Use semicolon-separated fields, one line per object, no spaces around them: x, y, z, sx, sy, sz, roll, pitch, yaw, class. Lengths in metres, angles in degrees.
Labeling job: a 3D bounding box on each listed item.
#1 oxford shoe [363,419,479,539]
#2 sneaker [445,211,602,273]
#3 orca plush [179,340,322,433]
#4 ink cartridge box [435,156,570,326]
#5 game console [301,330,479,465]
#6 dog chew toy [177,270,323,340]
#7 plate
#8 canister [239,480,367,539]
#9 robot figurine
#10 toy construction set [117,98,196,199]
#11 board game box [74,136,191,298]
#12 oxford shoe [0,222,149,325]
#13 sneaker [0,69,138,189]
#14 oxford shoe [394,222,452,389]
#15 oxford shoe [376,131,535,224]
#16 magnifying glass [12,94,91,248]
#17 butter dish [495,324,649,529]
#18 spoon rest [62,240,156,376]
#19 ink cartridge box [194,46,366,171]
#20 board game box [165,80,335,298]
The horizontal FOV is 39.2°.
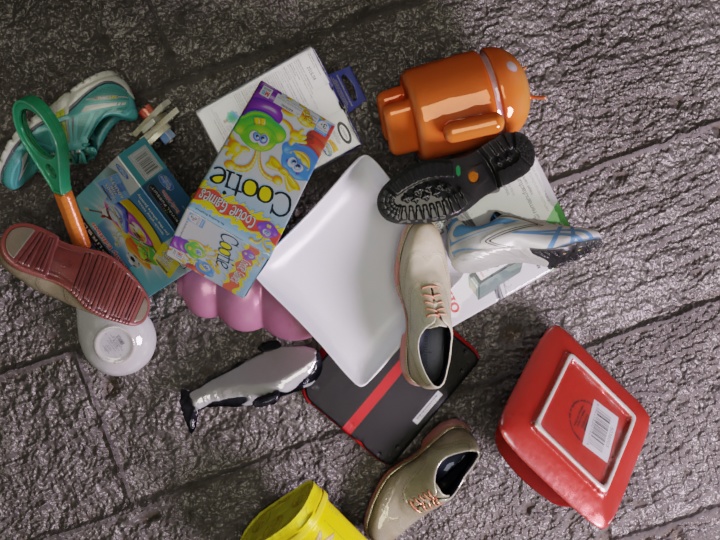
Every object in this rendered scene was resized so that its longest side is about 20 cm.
0.079;0.287;1.330;0.070;0.074;0.201;36;96;-23;oxford shoe
0.199;-0.040;1.224;0.196;0.072;0.074;-3;68;-11;sneaker
-0.133;0.163;1.313;0.198;0.106;0.072;-30;128;-1;orca plush
0.160;-0.040;1.296;0.198;0.084;0.148;-30;98;1;ink cartridge box
0.036;0.134;1.344;0.176;0.031;0.201;39;94;-14;game console
-0.131;0.023;1.269;0.196;0.125;0.127;3;98;0;dog chew toy
0.000;0.000;1.213;0.200;0.032;0.200;-46;106;-10;plate
-0.046;0.391;1.325;0.148;0.087;0.200;-37;103;31;canister
0.121;-0.205;1.234;0.196;0.144;0.119;-15;86;-2;robot figurine
-0.233;-0.102;1.244;0.092;0.131;0.202;-29;89;-40;toy construction set
-0.267;-0.052;1.216;0.047;0.199;0.152;-42;100;-37;board game box
-0.347;0.008;1.222;0.199;0.074;0.071;35;62;-25;oxford shoe
-0.362;-0.162;1.242;0.199;0.078;0.080;-37;88;2;sneaker
0.085;0.040;1.189;0.069;0.074;0.204;-6;96;-18;oxford shoe
0.108;-0.100;1.204;0.197;0.084;0.074;-19;89;-13;oxford shoe
-0.363;-0.113;1.204;0.022;0.079;0.203;-41;133;-36;magnifying glass
0.249;0.214;1.315;0.199;0.148;0.201;42;52;-8;butter dish
-0.338;0.047;1.297;0.098;0.061;0.202;-28;112;2;spoon rest
-0.087;-0.186;1.263;0.198;0.076;0.138;-28;100;2;ink cartridge box
-0.122;-0.092;1.133;0.102;0.105;0.202;29;55;-8;board game box
